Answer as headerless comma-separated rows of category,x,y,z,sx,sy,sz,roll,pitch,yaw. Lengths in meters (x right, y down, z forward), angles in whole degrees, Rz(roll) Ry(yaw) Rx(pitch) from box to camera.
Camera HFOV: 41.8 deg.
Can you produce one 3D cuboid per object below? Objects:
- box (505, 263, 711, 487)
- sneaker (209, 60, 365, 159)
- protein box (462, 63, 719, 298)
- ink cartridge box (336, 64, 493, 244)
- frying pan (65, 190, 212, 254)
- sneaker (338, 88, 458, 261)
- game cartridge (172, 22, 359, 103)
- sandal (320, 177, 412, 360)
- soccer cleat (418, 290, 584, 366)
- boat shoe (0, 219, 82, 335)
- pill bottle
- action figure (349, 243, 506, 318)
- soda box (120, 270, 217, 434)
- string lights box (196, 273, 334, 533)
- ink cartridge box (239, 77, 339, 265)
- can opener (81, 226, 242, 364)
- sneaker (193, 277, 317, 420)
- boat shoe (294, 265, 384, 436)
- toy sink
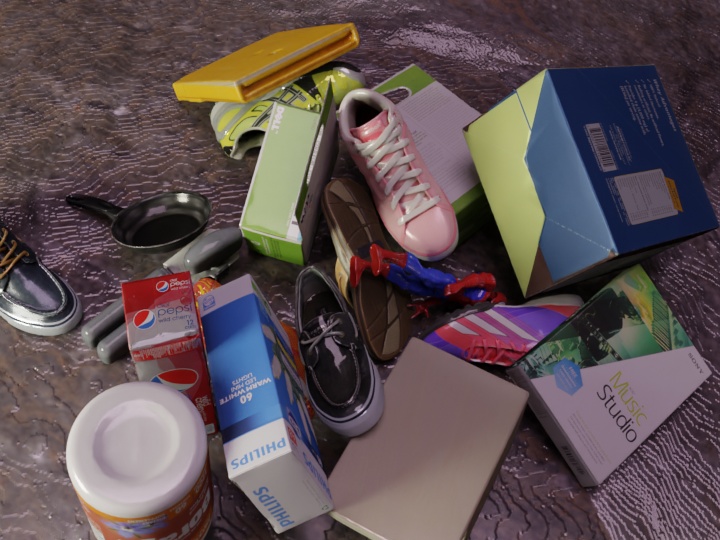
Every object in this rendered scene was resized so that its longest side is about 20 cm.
box,0.263,0.106,0.986,0.199,0.036,0.145,-35,90,-27
sneaker,-0.084,-0.191,1.146,0.197,0.075,0.078,-19,67,9
protein box,0.250,-0.101,1.021,0.198,0.134,0.202,-12,78,-40
ink cartridge box,0.081,-0.138,1.128,0.147,0.076,0.200,-35,65,-25
frying pan,-0.254,-0.050,1.045,0.186,0.031,0.116,-4,35,9
sneaker,0.034,-0.106,1.001,0.075,0.105,0.203,-29,71,8
game cartridge,-0.120,-0.251,1.148,0.175,0.033,0.199,-32,23,-24
sandal,0.000,0.000,1.030,0.080,0.054,0.203,-16,83,-41
soccer cleat,0.158,0.075,1.010,0.196,0.069,0.074,-9,61,-15
boat shoe,-0.380,-0.011,0.990,0.198,0.091,0.071,32,58,15
pill bottle,-0.182,0.189,0.812,0.110,0.201,0.114,3,56,-4
action figure,0.083,0.018,1.013,0.197,0.065,0.053,11,61,-33
soda box,-0.175,0.087,0.880,0.062,0.201,0.071,-10,58,-11
string lights box,-0.087,0.114,0.831,0.058,0.103,0.202,-24,46,3
ink cartridge box,-0.076,-0.107,0.999,0.074,0.200,0.150,14,77,4
can opener,-0.212,0.016,1.011,0.052,0.067,0.200,40,66,18
sneaker,-0.102,0.080,0.986,0.200,0.074,0.077,42,39,16
boat shoe,-0.034,0.072,0.902,0.071,0.071,0.201,-27,38,1
toy sink,0.058,0.191,0.890,0.129,0.113,0.201,23,53,14
